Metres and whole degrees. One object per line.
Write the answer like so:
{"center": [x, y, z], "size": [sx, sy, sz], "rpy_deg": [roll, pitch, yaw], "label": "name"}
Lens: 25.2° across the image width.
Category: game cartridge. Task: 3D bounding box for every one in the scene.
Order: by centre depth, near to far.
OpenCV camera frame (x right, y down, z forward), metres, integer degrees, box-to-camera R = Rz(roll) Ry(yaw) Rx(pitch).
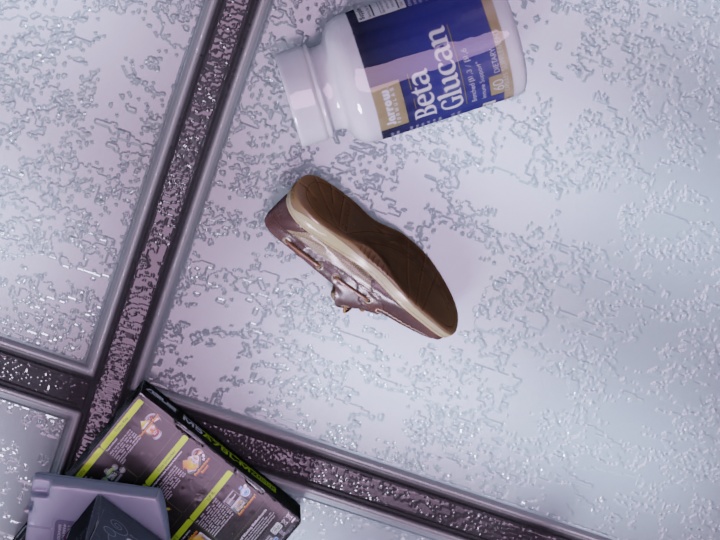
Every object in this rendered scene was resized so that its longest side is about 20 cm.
{"center": [-0.236, 0.282, 1.434], "size": [0.131, 0.041, 0.203], "rpy_deg": [9, 104, -1], "label": "game cartridge"}

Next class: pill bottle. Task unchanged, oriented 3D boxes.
{"center": [0.032, -0.173, 1.363], "size": [0.198, 0.111, 0.112], "rpy_deg": [-18, 103, 0], "label": "pill bottle"}

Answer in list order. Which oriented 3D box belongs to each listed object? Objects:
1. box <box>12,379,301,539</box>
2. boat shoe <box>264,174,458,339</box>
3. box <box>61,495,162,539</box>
{"center": [-0.186, 0.237, 1.467], "size": [0.193, 0.048, 0.201], "rpy_deg": [39, 98, -8], "label": "box"}
{"center": [0.000, 0.000, 1.428], "size": [0.199, 0.073, 0.072], "rpy_deg": [37, 128, -21], "label": "boat shoe"}
{"center": [-0.239, 0.316, 1.370], "size": [0.122, 0.106, 0.201], "rpy_deg": [36, 100, -11], "label": "box"}
